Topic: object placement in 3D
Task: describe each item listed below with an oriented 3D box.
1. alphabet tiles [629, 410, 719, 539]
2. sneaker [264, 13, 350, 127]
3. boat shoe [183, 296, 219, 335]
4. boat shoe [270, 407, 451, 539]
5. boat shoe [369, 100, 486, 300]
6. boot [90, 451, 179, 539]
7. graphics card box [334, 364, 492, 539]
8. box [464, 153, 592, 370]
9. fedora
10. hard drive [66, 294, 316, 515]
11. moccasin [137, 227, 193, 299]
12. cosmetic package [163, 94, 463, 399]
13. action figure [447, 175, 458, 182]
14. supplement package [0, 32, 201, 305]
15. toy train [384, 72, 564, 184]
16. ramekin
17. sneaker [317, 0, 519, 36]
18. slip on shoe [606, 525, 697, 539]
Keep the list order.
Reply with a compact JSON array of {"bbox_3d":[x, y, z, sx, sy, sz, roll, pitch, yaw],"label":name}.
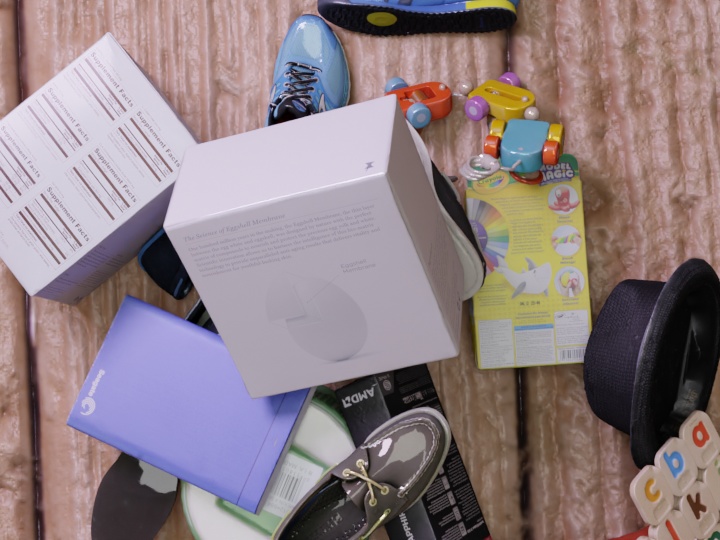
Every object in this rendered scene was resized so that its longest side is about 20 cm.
[{"bbox_3d":[0.319,0.240,1.520,0.200,0.015,0.197,-41,111,-30],"label":"alphabet tiles"},{"bbox_3d":[-0.053,-0.154,1.576,0.077,0.090,0.203,5,75,3],"label":"sneaker"},{"bbox_3d":[-0.102,0.019,1.557,0.200,0.062,0.073,-46,63,18],"label":"boat shoe"},{"bbox_3d":[-0.001,0.199,1.453,0.202,0.060,0.072,-43,80,12],"label":"boat shoe"},{"bbox_3d":[0.054,-0.066,1.512,0.074,0.060,0.201,-33,95,14],"label":"boat shoe"},{"bbox_3d":[-0.201,0.182,1.578,0.073,0.075,0.202,20,94,-1],"label":"boot"},{"bbox_3d":[0.053,0.188,1.536,0.050,0.125,0.202,-21,87,25],"label":"graphics card box"},{"bbox_3d":[0.160,-0.009,1.586,0.116,0.048,0.203,-3,89,2],"label":"box"},{"bbox_3d":[0.265,0.081,1.537,0.091,0.200,0.203,14,86,33],"label":"fedora"},{"bbox_3d":[-0.155,0.121,1.507,0.198,0.025,0.133,23,81,14],"label":"hard drive"},{"bbox_3d":[-0.132,-0.043,1.558,0.068,0.200,0.080,52,45,4],"label":"moccasin"},{"bbox_3d":[-0.034,-0.019,1.413,0.197,0.124,0.201,-12,128,15],"label":"cosmetic package"},{"bbox_3d":[0.000,0.000,1.567,0.197,0.105,0.196,4,77,2],"label":"action figure"},{"bbox_3d":[-0.251,-0.088,1.535,0.199,0.191,0.148,-39,86,-1],"label":"supplement package"},{"bbox_3d":[0.107,-0.126,1.563,0.149,0.200,0.056,-18,128,-18],"label":"toy train"},{"bbox_3d":[-0.077,0.202,1.555,0.197,0.098,0.203,0,86,3],"label":"ramekin"},{"bbox_3d":[0.057,-0.276,1.603,0.197,0.066,0.079,-1,75,2],"label":"sneaker"},{"bbox_3d":[0.240,0.282,1.546,0.198,0.074,0.061,-28,130,3],"label":"slip on shoe"}]
